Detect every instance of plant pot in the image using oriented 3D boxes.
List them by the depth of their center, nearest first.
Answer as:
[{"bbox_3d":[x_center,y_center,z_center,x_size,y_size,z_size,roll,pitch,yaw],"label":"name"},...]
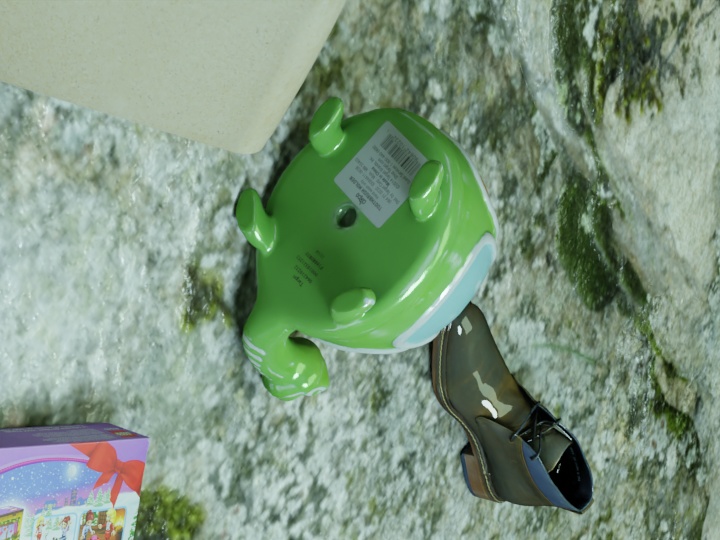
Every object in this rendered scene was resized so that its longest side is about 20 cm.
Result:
[{"bbox_3d":[-0.079,-0.171,0.747,0.200,0.200,0.177,-73,179,-63],"label":"plant pot"}]

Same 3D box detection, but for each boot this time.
[{"bbox_3d":[0.119,0.103,1.206,0.075,0.097,0.200,-49,136,-34],"label":"boot"}]

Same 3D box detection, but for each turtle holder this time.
[{"bbox_3d":[0.010,-0.001,0.991,0.132,0.141,0.186,30,75,-54],"label":"turtle holder"}]

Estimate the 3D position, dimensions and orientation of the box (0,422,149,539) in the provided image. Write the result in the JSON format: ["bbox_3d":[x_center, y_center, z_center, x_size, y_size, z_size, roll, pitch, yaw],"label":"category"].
[{"bbox_3d":[-0.201,0.154,0.839,0.200,0.039,0.137,4,97,-54],"label":"box"}]
